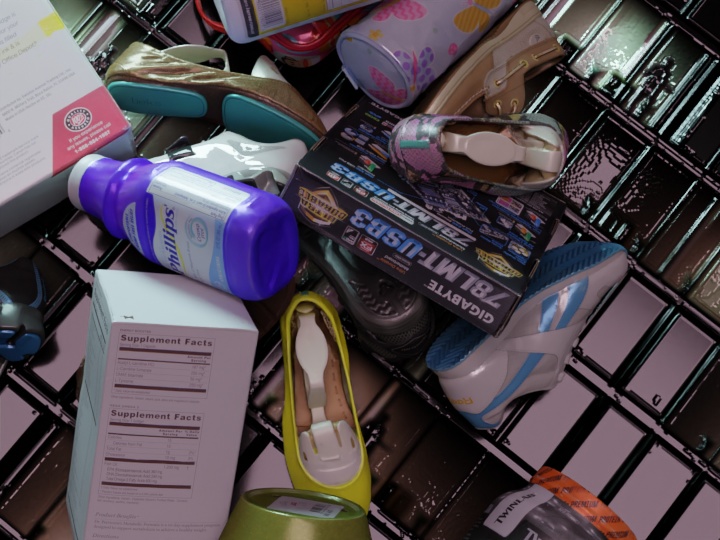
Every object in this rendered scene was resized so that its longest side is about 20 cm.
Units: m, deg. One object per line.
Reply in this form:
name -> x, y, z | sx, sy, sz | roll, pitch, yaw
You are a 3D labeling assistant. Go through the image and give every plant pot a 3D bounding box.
plant pot -> -0.054, 0.268, 1.214 | 0.187, 0.187, 0.200 | 8, 94, -1

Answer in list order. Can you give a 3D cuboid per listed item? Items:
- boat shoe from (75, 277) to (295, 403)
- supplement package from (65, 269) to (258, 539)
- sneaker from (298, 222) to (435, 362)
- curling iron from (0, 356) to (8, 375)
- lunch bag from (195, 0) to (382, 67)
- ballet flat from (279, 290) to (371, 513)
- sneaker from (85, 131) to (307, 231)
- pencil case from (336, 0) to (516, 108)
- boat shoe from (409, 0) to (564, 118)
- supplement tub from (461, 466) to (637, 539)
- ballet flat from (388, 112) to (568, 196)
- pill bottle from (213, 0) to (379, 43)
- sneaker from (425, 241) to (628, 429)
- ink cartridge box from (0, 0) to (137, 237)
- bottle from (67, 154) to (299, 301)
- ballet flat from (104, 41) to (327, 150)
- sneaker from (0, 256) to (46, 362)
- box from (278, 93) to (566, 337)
boat shoe -> -0.149, 0.045, 1.336 | 0.202, 0.075, 0.075 | -35, 39, -4
supplement package -> -0.153, 0.113, 1.251 | 0.109, 0.114, 0.200 | 4, 110, -18
sneaker -> 0.000, 0.000, 1.361 | 0.076, 0.114, 0.199 | -31, 53, -8
curling iron -> -0.348, 0.150, 1.333 | 0.050, 0.026, 0.200 | 35, 79, 2
lunch bag -> -0.073, -0.277, 1.412 | 0.176, 0.082, 0.200 | -43, 84, -5
ballet flat -> -0.033, 0.112, 1.333 | 0.067, 0.067, 0.200 | -8, 79, -4
sneaker -> -0.133, -0.073, 1.371 | 0.200, 0.074, 0.089 | -1, 42, 15
pencil case -> 0.069, -0.225, 1.384 | 0.200, 0.091, 0.083 | -47, 128, -21
boat shoe -> 0.107, -0.152, 1.369 | 0.066, 0.074, 0.200 | 46, 56, -3
supplement tub -> 0.117, 0.258, 1.280 | 0.123, 0.123, 0.200 | 39, 79, 6
ballet flat -> 0.112, -0.092, 1.302 | 0.200, 0.071, 0.069 | 0, 96, -41
pill bottle -> -0.025, -0.260, 1.312 | 0.200, 0.112, 0.112 | -18, 79, -6
sneaker -> 0.145, 0.047, 1.357 | 0.200, 0.076, 0.081 | -37, 113, -18
ink cartridge box -> -0.299, -0.151, 1.369 | 0.145, 0.083, 0.200 | -32, 81, -8
bottle -> -0.140, -0.042, 1.268 | 0.200, 0.084, 0.065 | 21, 42, 32
ballet flat -> -0.115, -0.154, 1.396 | 0.200, 0.068, 0.072 | 13, 59, 4
sneaker -> -0.355, 0.031, 1.346 | 0.200, 0.073, 0.082 | 1, 56, -4
box -> 0.054, -0.050, 1.314 | 0.200, 0.199, 0.050 | 29, 119, 3
